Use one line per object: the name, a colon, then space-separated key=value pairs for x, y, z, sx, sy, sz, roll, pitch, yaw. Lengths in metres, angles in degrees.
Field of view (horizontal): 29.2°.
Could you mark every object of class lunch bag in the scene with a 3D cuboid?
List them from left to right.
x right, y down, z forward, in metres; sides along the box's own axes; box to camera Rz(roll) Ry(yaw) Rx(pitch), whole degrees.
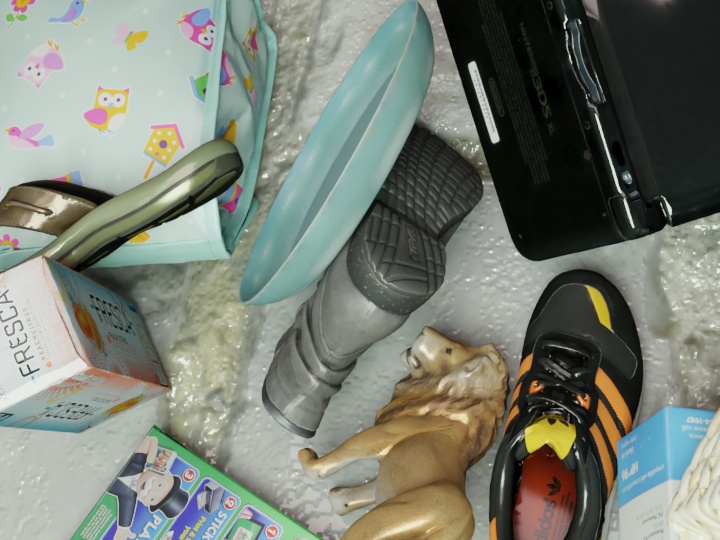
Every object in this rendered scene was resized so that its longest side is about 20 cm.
lunch bag: x=-0.148 y=-0.089 z=0.859 sx=0.170 sy=0.122 sz=0.200 roll=-1 pitch=65 yaw=10

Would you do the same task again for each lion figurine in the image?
lion figurine: x=0.029 y=0.114 z=0.727 sx=0.122 sy=0.072 sz=0.200 roll=-24 pitch=29 yaw=13

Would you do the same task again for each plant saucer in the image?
plant saucer: x=-0.010 y=-0.063 z=0.795 sx=0.027 sy=0.200 sz=0.200 roll=28 pitch=72 yaw=-12

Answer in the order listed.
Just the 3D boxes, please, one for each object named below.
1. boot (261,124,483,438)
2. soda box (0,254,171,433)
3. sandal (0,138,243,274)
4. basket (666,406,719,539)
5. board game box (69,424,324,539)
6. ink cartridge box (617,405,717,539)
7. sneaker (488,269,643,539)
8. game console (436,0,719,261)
boot: x=0.000 y=0.000 z=0.806 sx=0.070 sy=0.200 sz=0.132 roll=36 pitch=121 yaw=-2
soda box: x=-0.163 y=0.046 z=0.756 sx=0.068 sy=0.200 sz=0.064 roll=-25 pitch=81 yaw=-1
sandal: x=-0.160 y=-0.030 z=0.762 sx=0.201 sy=0.080 sz=0.057 roll=-28 pitch=93 yaw=4
basket: x=0.279 y=0.087 z=0.613 sx=0.198 sy=0.161 sz=0.200 roll=40 pitch=58 yaw=-4
board game box: x=-0.122 y=0.205 z=0.774 sx=0.135 sy=0.029 sz=0.200 roll=30 pitch=75 yaw=21
ink cartridge box: x=0.193 y=0.177 z=0.678 sx=0.116 sy=0.068 sz=0.200 roll=8 pitch=66 yaw=-11
sneaker: x=0.112 y=0.083 z=0.744 sx=0.070 sy=0.090 sz=0.200 roll=7 pitch=69 yaw=15
game console: x=0.149 y=-0.122 z=0.782 sx=0.116 sy=0.176 sz=0.200 roll=-18 pitch=91 yaw=-28
